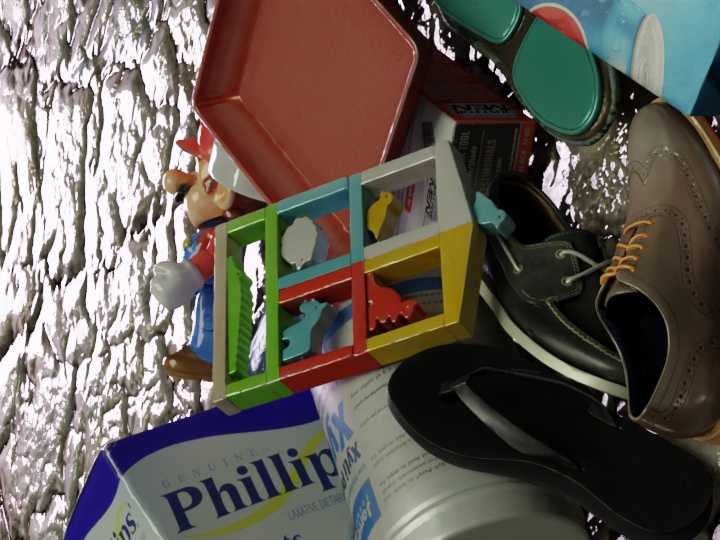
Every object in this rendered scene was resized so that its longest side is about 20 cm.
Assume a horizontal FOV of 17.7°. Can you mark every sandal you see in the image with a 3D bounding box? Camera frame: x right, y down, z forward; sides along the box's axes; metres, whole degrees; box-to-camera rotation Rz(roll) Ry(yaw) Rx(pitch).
[{"bbox_3d":[0.106,0.085,1.281,0.199,0.076,0.043,22,146,25],"label":"sandal"}]

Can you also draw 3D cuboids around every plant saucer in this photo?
[{"bbox_3d":[-0.028,-0.125,1.481,0.200,0.037,0.201,51,139,33],"label":"plant saucer"}]

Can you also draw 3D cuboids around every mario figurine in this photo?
[{"bbox_3d":[-0.124,-0.022,1.748,0.123,0.105,0.202,18,101,62],"label":"mario figurine"}]

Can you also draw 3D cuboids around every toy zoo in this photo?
[{"bbox_3d":[0.000,0.000,1.381,0.199,0.020,0.132,-19,53,24],"label":"toy zoo"}]

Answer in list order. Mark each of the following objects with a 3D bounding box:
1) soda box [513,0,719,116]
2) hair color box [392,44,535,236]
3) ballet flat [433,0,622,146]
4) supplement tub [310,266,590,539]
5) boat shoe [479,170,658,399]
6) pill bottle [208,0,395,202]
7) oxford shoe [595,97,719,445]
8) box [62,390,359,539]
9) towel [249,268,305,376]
[{"bbox_3d":[0.142,-0.161,1.284,0.200,0.064,0.068,39,120,36],"label":"soda box"},{"bbox_3d":[0.035,-0.081,1.506,0.200,0.063,0.112,-134,47,-55],"label":"hair color box"},{"bbox_3d":[0.116,-0.134,1.383,0.200,0.074,0.075,55,130,45],"label":"ballet flat"},{"bbox_3d":[0.048,0.105,1.386,0.132,0.131,0.201,-58,37,37],"label":"supplement tub"},{"bbox_3d":[0.117,0.010,1.344,0.068,0.071,0.200,-64,34,19],"label":"boat shoe"},{"bbox_3d":[-0.043,-0.153,1.622,0.111,0.111,0.201,44,123,55],"label":"pill bottle"},{"bbox_3d":[0.166,-0.007,1.257,0.071,0.072,0.201,-40,51,51],"label":"oxford shoe"},{"bbox_3d":[-0.053,0.186,1.435,0.200,0.183,0.105,52,139,27],"label":"box"},{"bbox_3d":[-0.032,0.104,1.614,0.112,0.048,0.201,-61,36,36],"label":"towel"}]
